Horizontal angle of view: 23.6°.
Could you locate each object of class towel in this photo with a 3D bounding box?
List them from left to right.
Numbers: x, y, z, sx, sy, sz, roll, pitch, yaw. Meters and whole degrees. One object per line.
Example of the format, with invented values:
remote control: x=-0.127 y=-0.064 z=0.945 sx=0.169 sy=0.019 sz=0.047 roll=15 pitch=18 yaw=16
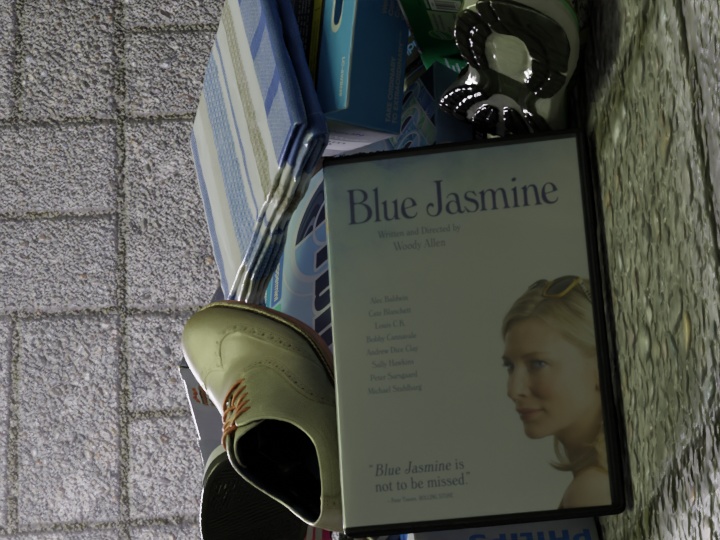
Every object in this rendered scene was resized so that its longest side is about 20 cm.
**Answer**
towel: x=-0.062 y=-0.078 z=0.993 sx=0.201 sy=0.024 sz=0.148 roll=114 pitch=146 yaw=-54

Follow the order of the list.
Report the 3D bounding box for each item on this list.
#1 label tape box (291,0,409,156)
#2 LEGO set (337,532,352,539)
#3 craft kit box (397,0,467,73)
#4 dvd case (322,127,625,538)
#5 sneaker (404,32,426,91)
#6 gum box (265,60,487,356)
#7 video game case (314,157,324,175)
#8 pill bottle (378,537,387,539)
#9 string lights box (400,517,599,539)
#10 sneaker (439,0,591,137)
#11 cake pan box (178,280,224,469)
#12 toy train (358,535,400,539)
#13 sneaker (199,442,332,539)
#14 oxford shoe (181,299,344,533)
label tape box: x=-0.009 y=-0.147 z=0.988 sx=0.200 sy=0.065 sz=0.145 roll=176 pitch=100 yaw=-69
LEGO set: x=0.027 y=0.174 z=1.279 sx=0.116 sy=0.152 sz=0.202 roll=-58 pitch=-23 yaw=-66
craft kit box: x=0.057 y=-0.226 z=0.975 sx=0.200 sy=0.048 sz=0.200 roll=42 pitch=-124 yaw=-80
dvd case: x=0.055 y=0.030 z=0.882 sx=0.018 sy=0.141 sz=0.202 roll=57 pitch=-152 yaw=-71
sneaker: x=0.018 y=-0.164 z=1.124 sx=0.077 sy=0.199 sz=0.112 roll=-44 pitch=36 yaw=24
gum box: x=0.000 y=0.000 z=1.032 sx=0.200 sy=0.044 sz=0.171 roll=-39 pitch=36 yaw=38
video game case: x=-0.011 y=-0.145 z=1.371 sx=0.201 sy=0.036 sz=0.181 roll=-63 pitch=-13 yaw=28
pill bottle: x=0.050 y=0.235 z=1.161 sx=0.113 sy=0.111 sz=0.202 roll=101 pitch=166 yaw=-72
string lights box: x=0.069 y=0.105 z=0.991 sx=0.201 sy=0.101 sz=0.059 roll=-96 pitch=8 yaw=-48
sneaker: x=0.096 y=-0.124 z=0.919 sx=0.089 sy=0.076 sz=0.200 roll=-61 pitch=-5 yaw=-14
cake pan box: x=-0.067 y=0.083 z=1.297 sx=0.185 sy=0.052 sz=0.201 roll=-64 pitch=-28 yaw=-46
toy train: x=0.032 y=0.181 z=1.017 sx=0.085 sy=0.200 sz=0.116 roll=-48 pitch=1 yaw=-6
sneaker: x=-0.059 y=0.147 z=1.149 sx=0.121 sy=0.083 sz=0.201 roll=-97 pitch=-4 yaw=-46
oxford shoe: x=-0.049 y=0.074 z=0.949 sx=0.200 sy=0.073 sz=0.071 roll=35 pitch=116 yaw=42
